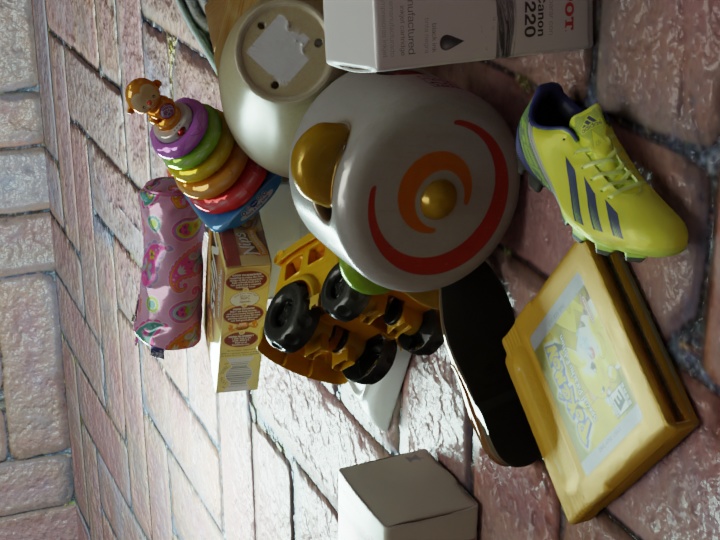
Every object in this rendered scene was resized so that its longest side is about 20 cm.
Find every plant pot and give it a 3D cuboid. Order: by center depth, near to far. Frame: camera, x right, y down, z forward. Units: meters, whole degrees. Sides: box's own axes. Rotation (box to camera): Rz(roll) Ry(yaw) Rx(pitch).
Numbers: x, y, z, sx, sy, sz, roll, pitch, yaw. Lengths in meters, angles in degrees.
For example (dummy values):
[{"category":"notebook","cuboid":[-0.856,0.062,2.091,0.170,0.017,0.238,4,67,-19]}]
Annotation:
[{"category":"plant pot","cuboid":[-0.060,-0.189,1.268,0.200,0.185,0.190,16,-116,-85]}]

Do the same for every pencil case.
[{"category":"pencil case","cuboid":[-0.221,-0.005,1.550,0.087,0.086,0.202,-142,55,-59]}]

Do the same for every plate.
[{"category":"plate","cuboid":[-0.001,0.050,1.512,0.201,0.032,0.201,106,148,-45]}]

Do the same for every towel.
[{"category":"towel","cuboid":[-0.161,-0.255,1.585,0.202,0.048,0.171,64,178,-7]}]

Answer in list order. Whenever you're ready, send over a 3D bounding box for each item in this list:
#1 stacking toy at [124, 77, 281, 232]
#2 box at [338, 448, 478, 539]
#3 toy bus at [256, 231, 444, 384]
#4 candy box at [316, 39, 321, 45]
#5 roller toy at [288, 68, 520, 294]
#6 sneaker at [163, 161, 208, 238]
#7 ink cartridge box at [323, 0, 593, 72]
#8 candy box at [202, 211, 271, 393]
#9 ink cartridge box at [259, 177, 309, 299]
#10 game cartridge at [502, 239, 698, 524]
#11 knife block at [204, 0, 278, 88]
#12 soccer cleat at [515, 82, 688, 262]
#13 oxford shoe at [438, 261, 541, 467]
[{"category":"stacking toy","cuboid":[-0.176,-0.139,1.385,0.110,0.116,0.200,49,-176,39]},{"category":"box","cuboid":[0.046,0.311,1.398,0.128,0.108,0.202,-140,45,-58]},{"category":"toy bus","cuboid":[0.000,0.000,1.372,0.199,0.135,0.194,-29,46,42]},{"category":"candy box","cuboid":[-0.079,-0.267,1.540,0.137,0.060,0.201,104,149,-44]},{"category":"roller toy","cuboid":[0.040,-0.082,1.163,0.201,0.182,0.140,57,170,-32]},{"category":"sneaker","cuboid":[-0.200,-0.094,1.658,0.200,0.076,0.083,-116,20,-58]},{"category":"ink cartridge box","cuboid":[0.075,-0.232,1.003,0.085,0.198,0.148,22,119,57]},{"category":"candy box","cuboid":[-0.142,0.029,1.510,0.116,0.055,0.201,-109,21,-44]},{"category":"ink cartridge box","cuboid":[-0.110,-0.066,1.624,0.200,0.083,0.147,-131,39,-65]},{"category":"game cartridge","cuboid":[0.184,0.090,1.084,0.201,0.032,0.178,118,137,-54]},{"category":"knife block","cuboid":[-0.090,-0.288,1.424,0.175,0.063,0.202,-37,54,40]},{"category":"soccer cleat","cuboid":[0.176,-0.076,0.997,0.200,0.064,0.085,-129,39,-51]},{"category":"oxford shoe","cuboid":[0.107,0.084,1.221,0.071,0.071,0.202,143,115,-71]}]
